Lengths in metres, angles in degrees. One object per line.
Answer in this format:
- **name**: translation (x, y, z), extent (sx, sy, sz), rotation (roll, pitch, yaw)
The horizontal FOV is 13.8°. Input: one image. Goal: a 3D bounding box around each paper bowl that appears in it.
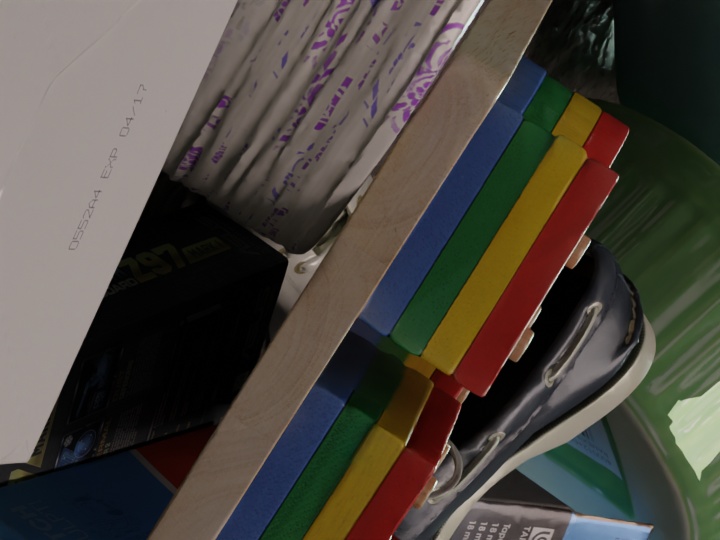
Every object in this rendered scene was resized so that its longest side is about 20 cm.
- **paper bowl**: translation (-0.008, -0.114, 0.944), extent (0.201, 0.104, 0.201), rotation (-59, -177, 5)

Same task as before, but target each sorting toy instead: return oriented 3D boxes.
- **sorting toy**: translation (0.019, 0.011, 0.989), extent (0.199, 0.069, 0.200), rotation (-57, 180, 16)

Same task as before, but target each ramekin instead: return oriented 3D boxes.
- **ramekin**: translation (0.114, 0.033, 1.288), extent (0.098, 0.200, 0.200), rotation (-40, 150, -19)

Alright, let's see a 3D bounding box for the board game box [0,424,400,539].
- **board game box**: translation (-0.022, 0.129, 1.006), extent (0.153, 0.200, 0.040), rotation (-13, 129, -58)

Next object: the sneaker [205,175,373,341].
- **sneaker**: translation (0.000, 0.000, 1.164), extent (0.073, 0.085, 0.200), rotation (-49, 152, -15)

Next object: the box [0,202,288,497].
- **box**: translation (-0.114, 0.085, 1.084), extent (0.158, 0.051, 0.201), rotation (-25, 139, -52)

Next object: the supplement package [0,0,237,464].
- **supplement package**: translation (-0.134, -0.056, 0.817), extent (0.156, 0.111, 0.201), rotation (2, 115, -63)

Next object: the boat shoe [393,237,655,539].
- **boat shoe**: translation (0.024, 0.063, 1.126), extent (0.200, 0.075, 0.062), rotation (-35, 136, -2)

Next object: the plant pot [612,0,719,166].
- **plant pot**: translation (0.194, -0.151, 1.239), extent (0.201, 0.200, 0.161), rotation (-45, 140, -27)

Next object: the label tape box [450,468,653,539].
- **label tape box**: translation (0.004, 0.141, 1.250), extent (0.199, 0.063, 0.145), rotation (9, 113, -31)
